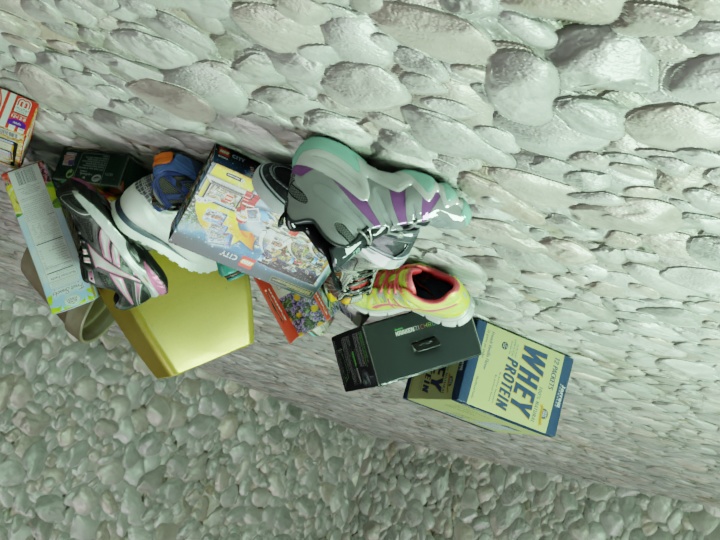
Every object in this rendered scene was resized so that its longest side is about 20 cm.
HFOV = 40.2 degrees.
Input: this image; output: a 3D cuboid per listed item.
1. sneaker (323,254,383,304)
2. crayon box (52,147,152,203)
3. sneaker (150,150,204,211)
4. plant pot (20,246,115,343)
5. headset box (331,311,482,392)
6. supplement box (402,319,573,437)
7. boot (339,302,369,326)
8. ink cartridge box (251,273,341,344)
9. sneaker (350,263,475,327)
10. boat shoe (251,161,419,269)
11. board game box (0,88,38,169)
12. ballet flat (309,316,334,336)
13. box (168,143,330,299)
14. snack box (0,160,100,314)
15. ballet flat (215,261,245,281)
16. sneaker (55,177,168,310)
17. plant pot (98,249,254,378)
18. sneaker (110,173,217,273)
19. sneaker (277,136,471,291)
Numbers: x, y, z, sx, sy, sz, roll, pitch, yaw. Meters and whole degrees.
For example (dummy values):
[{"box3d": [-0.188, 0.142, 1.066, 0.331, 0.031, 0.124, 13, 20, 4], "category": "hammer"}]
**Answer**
[{"box3d": [0.000, 0.000, 1.285, 0.077, 0.083, 0.200, -6, 175, -18], "category": "sneaker"}, {"box3d": [-0.315, -0.101, 1.378, 0.126, 0.051, 0.200, 9, 164, 29], "category": "crayon box"}, {"box3d": [-0.182, -0.077, 1.250, 0.198, 0.079, 0.075, 24, 165, -25], "category": "sneaker"}, {"box3d": [-0.515, 0.004, 1.791, 0.172, 0.201, 0.200, 32, 167, 5], "category": "plant pot"}, {"box3d": [0.068, 0.114, 1.493, 0.172, 0.094, 0.200, -15, 175, -19], "category": "headset box"}, {"box3d": [0.212, 0.183, 1.654, 0.198, 0.136, 0.199, 22, 166, -20], "category": "supplement box"}, {"box3d": [-0.018, 0.027, 1.512, 0.090, 0.073, 0.200, 38, 173, 10], "category": "boot"}, {"box3d": [-0.083, 0.027, 1.325, 0.050, 0.110, 0.200, -29, -179, 8], "category": "ink cartridge box"}, {"box3d": [0.059, 0.018, 1.358, 0.197, 0.079, 0.091, 7, 156, 16], "category": "sneaker"}, {"box3d": [-0.026, -0.077, 1.100, 0.199, 0.072, 0.068, 31, 132, 2], "category": "boat shoe"}, {"box3d": [-0.493, -0.194, 1.245, 0.150, 0.047, 0.200, 22, 166, -18], "category": "board game box"}, {"box3d": [-0.071, 0.049, 1.597, 0.075, 0.064, 0.200, 39, -173, -21], "category": "ballet flat"}, {"box3d": [-0.114, -0.055, 1.188, 0.198, 0.038, 0.137, 23, 128, -20], "category": "box"}, {"box3d": [-0.435, -0.044, 1.393, 0.067, 0.202, 0.169, -21, -176, -11], "category": "snack box"}, {"box3d": [-0.149, -0.040, 1.356, 0.067, 0.071, 0.200, -21, -175, 17], "category": "ballet flat"}, {"box3d": [-0.337, -0.023, 1.283, 0.201, 0.086, 0.080, 56, 179, -26], "category": "sneaker"}, {"box3d": [-0.263, 0.054, 1.467, 0.198, 0.178, 0.200, -21, 180, -22], "category": "plant pot"}, {"box3d": [-0.233, -0.060, 1.305, 0.199, 0.080, 0.077, 27, -152, -49], "category": "sneaker"}, {"box3d": [0.009, -0.041, 1.023, 0.198, 0.142, 0.078, 18, 166, -3], "category": "sneaker"}]
